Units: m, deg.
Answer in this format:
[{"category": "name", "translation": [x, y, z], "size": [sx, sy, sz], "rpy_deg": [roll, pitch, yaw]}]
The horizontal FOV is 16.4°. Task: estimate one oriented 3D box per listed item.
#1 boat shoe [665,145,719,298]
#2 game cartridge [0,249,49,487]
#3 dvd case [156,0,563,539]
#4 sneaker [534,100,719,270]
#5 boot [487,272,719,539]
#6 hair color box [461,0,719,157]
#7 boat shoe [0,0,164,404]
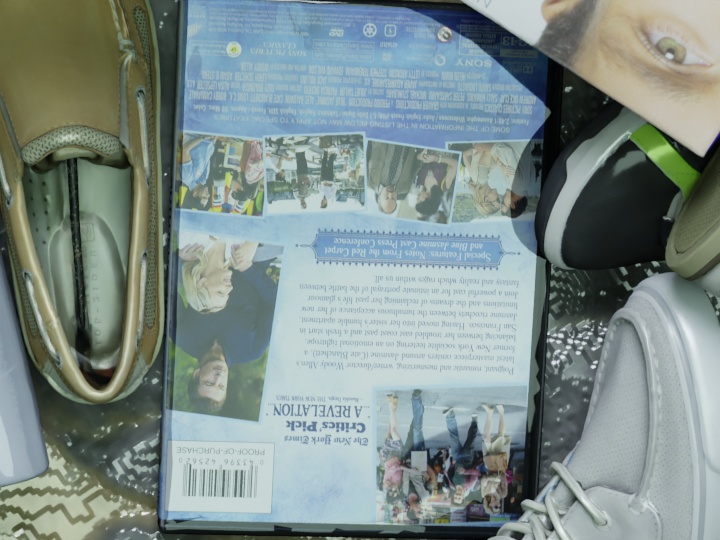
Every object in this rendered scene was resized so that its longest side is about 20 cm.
[{"category": "boat shoe", "translation": [0.186, -0.058, 0.823], "size": [0.068, 0.075, 0.200], "rpy_deg": [37, 109, -14]}, {"category": "game cartridge", "translation": [-0.221, 0.029, 0.876], "size": [0.200, 0.041, 0.133], "rpy_deg": [-12, 95, 1]}, {"category": "dvd case", "translation": [0.000, 0.000, 0.918], "size": [0.142, 0.018, 0.200], "rpy_deg": [2, 96, -8]}, {"category": "sneaker", "translation": [0.163, -0.033, 0.890], "size": [0.200, 0.083, 0.072], "rpy_deg": [-19, 143, -5]}, {"category": "boot", "translation": [0.079, 0.101, 0.898], "size": [0.095, 0.074, 0.200], "rpy_deg": [-6, 108, -18]}, {"category": "hair color box", "translation": [0.124, -0.151, 0.807], "size": [0.109, 0.065, 0.200], "rpy_deg": [33, 115, 6]}, {"category": "boat shoe", "translation": [-0.100, -0.052, 0.869], "size": [0.072, 0.076, 0.200], "rpy_deg": [-13, 98, -5]}]
